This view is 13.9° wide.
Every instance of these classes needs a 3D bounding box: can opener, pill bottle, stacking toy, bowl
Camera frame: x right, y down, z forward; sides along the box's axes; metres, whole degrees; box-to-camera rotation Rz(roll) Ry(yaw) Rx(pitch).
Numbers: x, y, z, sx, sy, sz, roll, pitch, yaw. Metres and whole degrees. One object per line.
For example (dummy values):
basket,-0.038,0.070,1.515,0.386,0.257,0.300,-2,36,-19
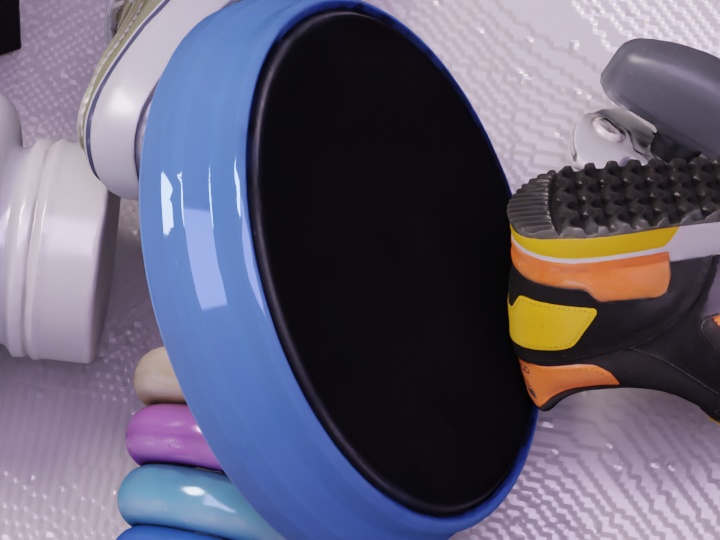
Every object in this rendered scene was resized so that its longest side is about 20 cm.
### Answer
can opener,0.166,-0.011,1.077,0.200,0.067,0.053,34,33,8
pill bottle,-0.189,-0.017,1.045,0.200,0.109,0.109,7,72,-1
stacking toy,-0.061,0.131,1.024,0.085,0.085,0.200,14,77,2
bowl,0.000,0.000,1.009,0.039,0.201,0.201,-16,70,31

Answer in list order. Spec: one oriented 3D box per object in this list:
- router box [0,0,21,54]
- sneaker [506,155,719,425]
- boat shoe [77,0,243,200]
router box,-0.170,-0.177,1.049,0.052,0.200,0.157,-18,74,-11
sneaker,0.150,0.011,1.037,0.200,0.070,0.090,0,115,-2
boat shoe,-0.059,-0.088,1.070,0.062,0.072,0.200,11,34,18
